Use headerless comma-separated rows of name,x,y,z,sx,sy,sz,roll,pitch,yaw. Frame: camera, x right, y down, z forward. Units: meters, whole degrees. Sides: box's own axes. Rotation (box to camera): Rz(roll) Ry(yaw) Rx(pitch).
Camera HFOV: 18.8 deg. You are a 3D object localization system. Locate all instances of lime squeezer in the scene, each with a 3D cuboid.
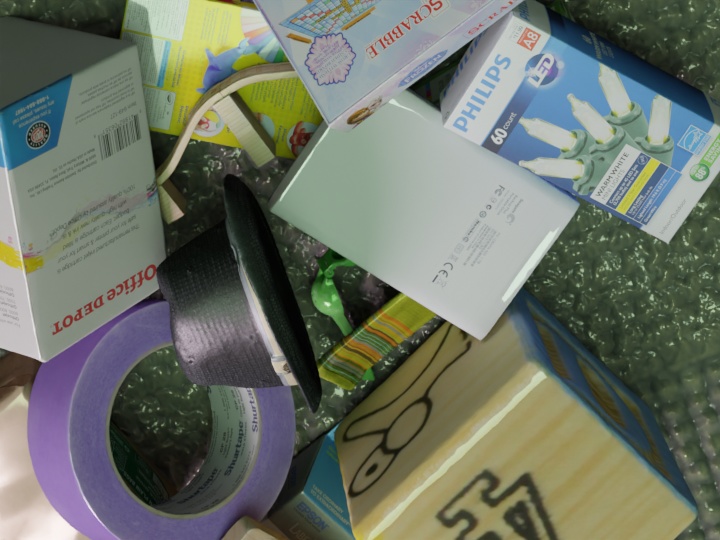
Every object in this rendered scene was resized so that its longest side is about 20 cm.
lime squeezer,0.000,0.000,1.736,0.070,0.038,0.202,11,114,-6

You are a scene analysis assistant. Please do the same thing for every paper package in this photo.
paper package,-0.279,0.188,1.787,0.190,0.104,0.200,-34,111,15

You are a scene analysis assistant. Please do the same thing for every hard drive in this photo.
hard drive,0.048,-0.051,1.635,0.199,0.025,0.132,31,104,-19

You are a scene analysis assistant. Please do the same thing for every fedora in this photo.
fedora,-0.097,0.029,1.617,0.091,0.201,0.202,-19,115,2

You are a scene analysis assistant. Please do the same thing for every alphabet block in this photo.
alphabet block,0.118,0.158,1.718,0.200,0.196,0.196,-44,108,12

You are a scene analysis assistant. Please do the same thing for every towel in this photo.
towel,0.051,0.024,1.715,0.200,0.086,0.018,-39,73,9

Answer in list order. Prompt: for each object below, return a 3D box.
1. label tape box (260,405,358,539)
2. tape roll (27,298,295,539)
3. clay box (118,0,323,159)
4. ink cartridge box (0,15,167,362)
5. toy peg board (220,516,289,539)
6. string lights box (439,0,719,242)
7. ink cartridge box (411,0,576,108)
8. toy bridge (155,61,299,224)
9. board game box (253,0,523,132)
label tape box,-0.025,0.232,1.833,0.200,0.063,0.144,-40,111,17
tape roll,-0.155,0.123,1.708,0.198,0.085,0.202,1,88,-31
clay box,-0.087,-0.153,1.654,0.198,0.048,0.116,11,116,-8
ink cartridge box,-0.250,-0.063,1.613,0.144,0.147,0.202,15,123,35
toy peg board,-0.075,0.330,1.722,0.200,0.098,0.200,-49,137,3
string lights box,0.168,-0.114,1.602,0.199,0.059,0.103,25,116,-15
ink cartridge box,0.099,-0.108,1.671,0.199,0.059,0.104,-31,115,14
toy bridge,-0.089,-0.111,1.633,0.199,0.027,0.067,-31,114,14
board game box,0.011,-0.238,1.559,0.199,0.041,0.201,-35,75,16
